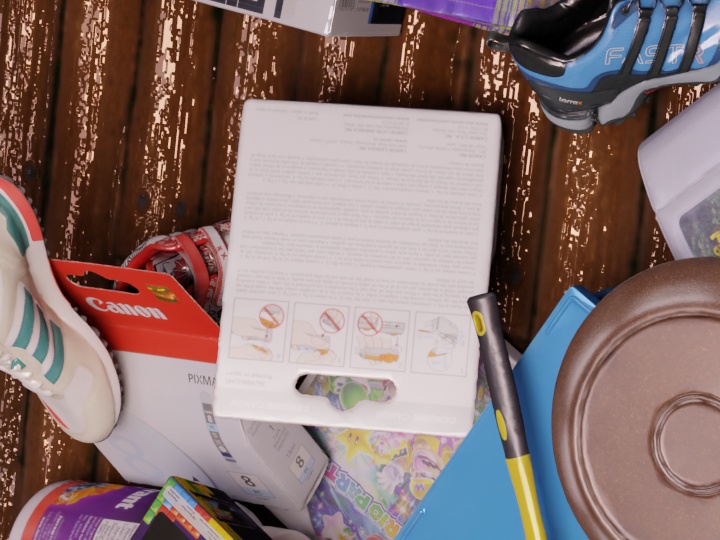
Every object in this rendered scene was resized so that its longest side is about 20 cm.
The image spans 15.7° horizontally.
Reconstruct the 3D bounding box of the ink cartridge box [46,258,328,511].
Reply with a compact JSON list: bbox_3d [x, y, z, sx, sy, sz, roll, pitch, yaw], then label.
[{"bbox_3d":[-0.133,0.071,1.655,0.160,0.200,0.047,6,57,40],"label":"ink cartridge box"}]

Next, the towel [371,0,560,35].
[{"bbox_3d":[0.081,-0.212,1.549,0.199,0.023,0.144,13,106,-9],"label":"towel"}]

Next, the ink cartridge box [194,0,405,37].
[{"bbox_3d":[-0.078,-0.186,1.651,0.199,0.099,0.039,16,103,25],"label":"ink cartridge box"}]

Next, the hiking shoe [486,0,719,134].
[{"bbox_3d":[0.178,-0.148,1.503,0.199,0.087,0.075,-29,49,18],"label":"hiking shoe"}]

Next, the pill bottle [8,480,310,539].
[{"bbox_3d":[-0.125,0.200,1.700,0.199,0.111,0.112,3,98,37],"label":"pill bottle"}]

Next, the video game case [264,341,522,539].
[{"bbox_3d":[0.022,0.106,1.671,0.143,0.018,0.200,41,116,18],"label":"video game case"}]

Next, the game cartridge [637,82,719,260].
[{"bbox_3d":[0.253,-0.019,1.526,0.133,0.041,0.200,-40,77,30],"label":"game cartridge"}]

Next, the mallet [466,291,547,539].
[{"bbox_3d":[0.085,0.114,1.485,0.066,0.041,0.201,-24,81,52],"label":"mallet"}]

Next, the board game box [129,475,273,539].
[{"bbox_3d":[-0.085,0.246,1.550,0.200,0.057,0.166,41,102,40],"label":"board game box"}]

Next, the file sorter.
[{"bbox_3d":[0.145,0.124,1.551,0.139,0.123,0.200,41,113,19],"label":"file sorter"}]

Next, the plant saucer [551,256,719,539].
[{"bbox_3d":[0.191,0.094,1.437,0.199,0.032,0.201,3,97,27],"label":"plant saucer"}]

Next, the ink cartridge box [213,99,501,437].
[{"bbox_3d":[0.000,0.000,1.586,0.159,0.047,0.201,4,77,6],"label":"ink cartridge box"}]

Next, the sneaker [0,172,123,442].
[{"bbox_3d":[-0.221,0.039,1.607,0.070,0.093,0.200,5,129,41],"label":"sneaker"}]

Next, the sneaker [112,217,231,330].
[{"bbox_3d":[-0.063,-0.010,1.658,0.201,0.108,0.068,-23,85,29],"label":"sneaker"}]
